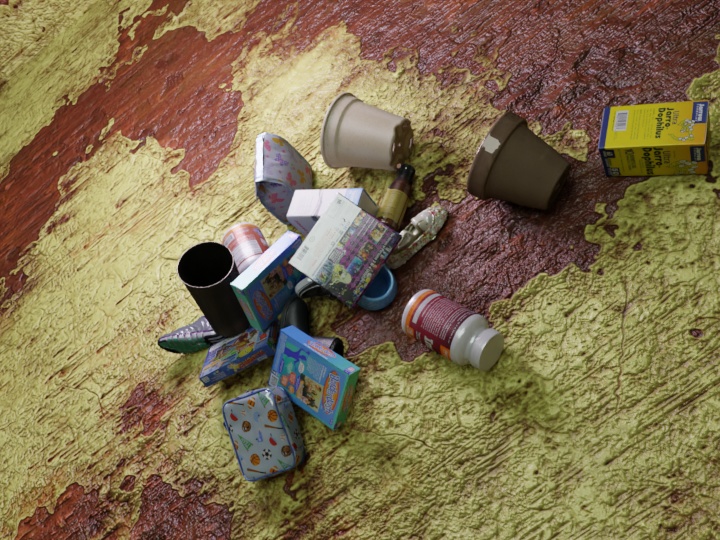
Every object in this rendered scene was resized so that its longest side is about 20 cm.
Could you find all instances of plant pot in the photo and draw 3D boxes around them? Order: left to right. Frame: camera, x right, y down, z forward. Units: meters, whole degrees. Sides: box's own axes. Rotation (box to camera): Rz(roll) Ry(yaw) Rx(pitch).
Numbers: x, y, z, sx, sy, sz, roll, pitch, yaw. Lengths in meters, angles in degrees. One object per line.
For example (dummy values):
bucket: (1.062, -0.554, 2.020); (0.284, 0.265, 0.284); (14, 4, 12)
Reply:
plant pot: (0.027, -0.338, 1.731); (0.183, 0.200, 0.201); (18, 74, 24)
plant pot: (0.357, -0.222, 1.486); (0.174, 0.200, 0.200); (30, 81, 20)

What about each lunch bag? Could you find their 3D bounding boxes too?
lunch bag: (-0.219, 0.357, 1.509); (0.160, 0.076, 0.200); (-22, 81, 20)
lunch bag: (-0.218, -0.246, 1.798); (0.127, 0.200, 0.170); (-19, 57, 19)

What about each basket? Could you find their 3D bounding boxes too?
basket: (-0.345, 0.056, 1.671); (0.136, 0.200, 0.180); (-30, 42, -14)

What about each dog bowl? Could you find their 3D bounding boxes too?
dog bowl: (0.000, 0.000, 1.578); (0.111, 0.050, 0.200); (-41, 78, -12)

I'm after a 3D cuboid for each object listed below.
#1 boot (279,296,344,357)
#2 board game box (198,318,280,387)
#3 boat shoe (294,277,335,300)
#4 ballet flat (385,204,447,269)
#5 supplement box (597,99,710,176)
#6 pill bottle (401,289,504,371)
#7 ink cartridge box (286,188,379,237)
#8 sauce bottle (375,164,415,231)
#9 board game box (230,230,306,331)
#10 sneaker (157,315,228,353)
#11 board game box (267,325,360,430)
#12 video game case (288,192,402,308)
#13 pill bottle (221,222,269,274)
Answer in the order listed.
boot: (-0.110, 0.160, 1.590); (0.168, 0.076, 0.200); (-1, 71, 33)
board game box: (-0.294, 0.195, 1.667); (0.200, 0.034, 0.135); (-27, 25, 15)
boat shoe: (-0.058, 0.036, 1.631); (0.200, 0.070, 0.066); (-17, 62, 1)
ballet flat: (0.126, -0.085, 1.602); (0.200, 0.064, 0.076); (-47, 51, -2)
supplement box: (0.607, -0.269, 1.401); (0.200, 0.109, 0.110); (3, 65, 31)
pill bottle: (0.192, 0.126, 1.417); (0.200, 0.113, 0.113); (28, 80, 38)
ink cartridge box: (-0.057, -0.131, 1.678); (0.200, 0.145, 0.084); (3, 66, 30)
sauce bottle: (0.088, -0.174, 1.664); (0.066, 0.066, 0.200); (2, 52, 30)
board game box: (-0.204, 0.026, 1.630); (0.045, 0.152, 0.200); (23, 56, 33)
sneaker: (-0.434, 0.162, 1.788); (0.200, 0.074, 0.088); (-8, 50, 13)
board game box: (-0.106, 0.235, 1.499); (0.200, 0.045, 0.152); (30, 118, 27)
video game case: (-0.034, -0.046, 1.536); (0.181, 0.036, 0.200); (34, 89, 11)
pill bottle: (-0.280, -0.023, 1.768); (0.112, 0.112, 0.200); (-37, 53, 7)
